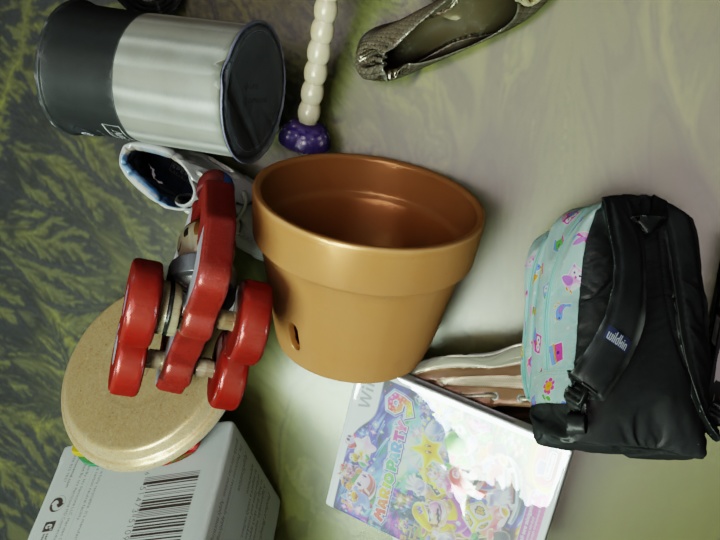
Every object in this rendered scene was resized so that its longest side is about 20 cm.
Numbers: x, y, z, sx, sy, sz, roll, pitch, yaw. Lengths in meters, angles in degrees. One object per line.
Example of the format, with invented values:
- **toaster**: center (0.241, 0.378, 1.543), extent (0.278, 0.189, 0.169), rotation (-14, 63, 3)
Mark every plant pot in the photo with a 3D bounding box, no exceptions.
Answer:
- **plant pot**: center (0.000, 0.000, 0.772), extent (0.196, 0.200, 0.143), rotation (15, 118, 13)

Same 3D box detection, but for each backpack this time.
- **backpack**: center (0.200, 0.042, 0.712), extent (0.164, 0.126, 0.205), rotation (11, 74, -27)

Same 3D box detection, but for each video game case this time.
- **video game case**: center (0.072, 0.178, 0.777), extent (0.196, 0.018, 0.146), rotation (20, 107, 21)

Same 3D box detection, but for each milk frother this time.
- **milk frother**: center (-0.156, -0.212, 0.787), extent (0.184, 0.180, 0.205), rotation (11, 106, 18)

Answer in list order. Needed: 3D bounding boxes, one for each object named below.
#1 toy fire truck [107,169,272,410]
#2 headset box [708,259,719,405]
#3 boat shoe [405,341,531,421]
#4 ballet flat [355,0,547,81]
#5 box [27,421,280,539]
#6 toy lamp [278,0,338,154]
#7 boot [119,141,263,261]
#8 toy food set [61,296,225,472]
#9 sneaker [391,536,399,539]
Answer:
- **toy fire truck**: center (-0.139, 0.010, 0.744), extent (0.110, 0.171, 0.201), rotation (10, 144, -17)
- **headset box**: center (0.385, 0.063, 0.717), extent (0.195, 0.075, 0.153), rotation (9, 99, 15)
- **boat shoe**: center (0.100, 0.116, 0.795), extent (0.196, 0.076, 0.073), rotation (-15, 64, 18)
- **ballet flat**: center (0.082, -0.215, 0.775), extent (0.196, 0.047, 0.068), rotation (-21, 125, 19)
- **box**: center (-0.196, 0.268, 0.826), extent (0.195, 0.201, 0.132), rotation (-11, 128, 17)
- **toy lamp**: center (-0.033, -0.206, 0.787), extent (0.057, 0.058, 0.204), rotation (18, 120, 13)
- **boot**: center (-0.135, -0.061, 0.840), extent (0.197, 0.095, 0.075), rotation (28, 103, 11)
- **toy food set**: center (-0.199, 0.096, 0.854), extent (0.193, 0.049, 0.204), rotation (-1, 59, 19)
- **sneaker**: center (0.125, 0.253, 0.813), extent (0.199, 0.075, 0.116), rotation (40, 108, 12)
